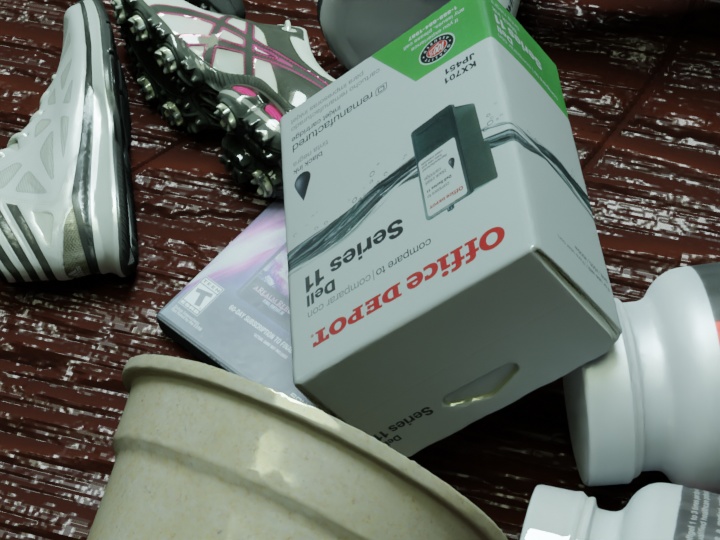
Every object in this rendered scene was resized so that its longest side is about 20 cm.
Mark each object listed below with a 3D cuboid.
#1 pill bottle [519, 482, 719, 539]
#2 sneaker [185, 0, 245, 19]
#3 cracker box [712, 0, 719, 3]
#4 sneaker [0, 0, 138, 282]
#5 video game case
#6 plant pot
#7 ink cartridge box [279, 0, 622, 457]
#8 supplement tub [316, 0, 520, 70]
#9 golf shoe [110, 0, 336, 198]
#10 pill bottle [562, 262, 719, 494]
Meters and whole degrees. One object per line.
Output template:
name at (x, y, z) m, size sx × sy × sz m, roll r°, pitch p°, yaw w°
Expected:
pill bottle at (0.168, 0.160, 0.662) m, size 0.198 × 0.111 × 0.112 m, roll 12°, pitch 57°, yaw 13°
sneaker at (-0.113, -0.241, 0.991) m, size 0.090 × 0.067 × 0.201 m, roll -28°, pitch 55°, yaw -11°
cracker box at (0.206, -0.225, 0.846) m, size 0.198 × 0.134 × 0.058 m, roll 12°, pitch 61°, yaw -15°
sneaker at (-0.199, -0.081, 0.882) m, size 0.114 × 0.076 × 0.202 m, roll -7°, pitch 57°, yaw -3°
video game case at (0.000, 0.000, 0.845) m, size 0.142 × 0.019 × 0.200 m, roll 33°, pitch 65°, yaw 24°
plant pot at (-0.058, 0.167, 0.645) m, size 0.199 × 0.201 × 0.185 m, roll 20°, pitch 71°, yaw 18°
ink cartridge box at (0.038, -0.026, 0.746) m, size 0.146 × 0.083 × 0.201 m, roll -31°, pitch 41°, yaw 23°
supplement tub at (0.054, -0.219, 0.928) m, size 0.121 × 0.123 × 0.202 m, roll 11°, pitch 57°, yaw 12°
golf shoe at (-0.080, -0.124, 0.905) m, size 0.088 × 0.078 × 0.200 m, roll -34°, pitch 61°, yaw -25°
pill bottle at (0.205, 0.052, 0.731) m, size 0.197 × 0.116 × 0.117 m, roll -6°, pitch 55°, yaw 1°
